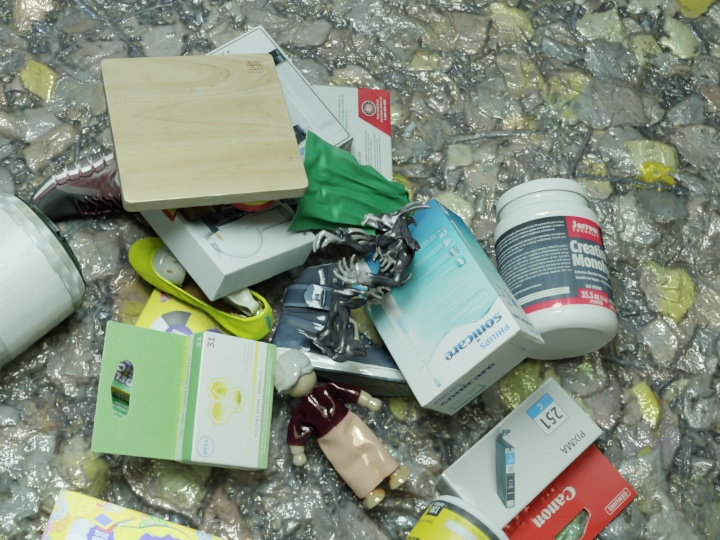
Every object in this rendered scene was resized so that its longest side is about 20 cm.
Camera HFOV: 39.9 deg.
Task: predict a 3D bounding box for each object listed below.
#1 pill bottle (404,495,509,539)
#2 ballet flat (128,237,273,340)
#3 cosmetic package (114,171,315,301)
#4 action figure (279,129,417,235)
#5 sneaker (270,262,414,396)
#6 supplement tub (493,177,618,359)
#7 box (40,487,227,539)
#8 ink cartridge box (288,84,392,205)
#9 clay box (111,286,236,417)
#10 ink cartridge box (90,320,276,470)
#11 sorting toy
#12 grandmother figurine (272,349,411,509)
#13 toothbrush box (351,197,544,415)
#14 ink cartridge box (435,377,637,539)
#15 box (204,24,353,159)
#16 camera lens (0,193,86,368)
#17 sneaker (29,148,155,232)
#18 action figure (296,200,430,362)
[{"bbox_3d":[0.072,0.355,1.079,0.112,0.112,0.200,38,64,8],"label":"pill bottle"},{"bbox_3d":[-0.186,0.010,1.165,0.199,0.067,0.067,33,64,7],"label":"ballet flat"},{"bbox_3d":[-0.169,-0.072,1.166,0.150,0.052,0.200,-22,64,-46],"label":"cosmetic package"},{"bbox_3d":[-0.003,-0.087,1.207,0.199,0.054,0.119,14,92,-37],"label":"action figure"},{"bbox_3d":[-0.005,0.070,1.218,0.200,0.077,0.148,13,66,-3],"label":"sneaker"},{"bbox_3d":[0.244,0.000,1.264,0.139,0.141,0.202,1,65,-10],"label":"supplement tub"},{"bbox_3d":[-0.219,0.326,0.992,0.198,0.193,0.123,18,63,-2],"label":"box"},{"bbox_3d":[-0.063,-0.165,1.314,0.198,0.084,0.146,3,65,-9],"label":"ink cartridge box"},{"bbox_3d":[-0.220,0.100,1.179,0.114,0.048,0.201,23,62,1],"label":"clay box"},{"bbox_3d":[-0.190,0.140,1.105,0.199,0.048,0.147,16,72,-39],"label":"ink cartridge box"},{"bbox_3d":[-0.180,-0.144,1.117,0.198,0.070,0.200,-6,59,-19],"label":"sorting toy"},{"bbox_3d":[-0.034,0.179,1.147,0.121,0.061,0.201,-37,91,-14],"label":"grandmother figurine"},{"bbox_3d":[0.096,0.043,1.161,0.146,0.085,0.201,-41,59,15],"label":"toothbrush box"},{"bbox_3d":[0.219,0.257,1.192,0.199,0.045,0.176,-36,75,-23],"label":"ink cartridge box"},{"bbox_3d":[-0.115,-0.196,1.239,0.116,0.060,0.201,-32,74,-21],"label":"box"},{"bbox_3d":[-0.424,0.024,1.113,0.160,0.160,0.200,44,65,11],"label":"camera lens"},{"bbox_3d":[-0.302,-0.085,1.222,0.199,0.076,0.116,-29,76,-4],"label":"sneaker"},{"bbox_3d":[0.000,0.000,1.116,0.101,0.119,0.201,24,96,-23],"label":"action figure"}]
